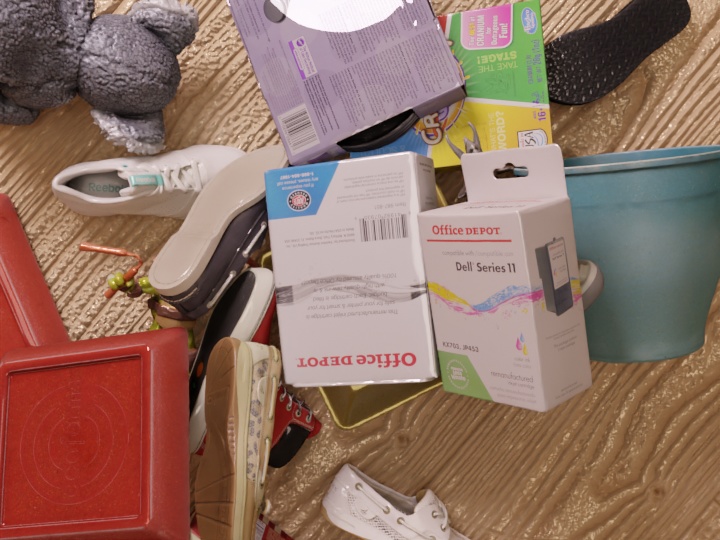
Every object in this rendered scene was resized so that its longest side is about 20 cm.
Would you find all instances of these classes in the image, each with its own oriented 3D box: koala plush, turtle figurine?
[{"bbox_3d":[-0.264,-0.204,0.773,0.200,0.184,0.178,20,91,-14],"label":"koala plush"},{"bbox_3d":[-0.196,0.045,0.818,0.200,0.064,0.162,12,99,-31],"label":"turtle figurine"}]

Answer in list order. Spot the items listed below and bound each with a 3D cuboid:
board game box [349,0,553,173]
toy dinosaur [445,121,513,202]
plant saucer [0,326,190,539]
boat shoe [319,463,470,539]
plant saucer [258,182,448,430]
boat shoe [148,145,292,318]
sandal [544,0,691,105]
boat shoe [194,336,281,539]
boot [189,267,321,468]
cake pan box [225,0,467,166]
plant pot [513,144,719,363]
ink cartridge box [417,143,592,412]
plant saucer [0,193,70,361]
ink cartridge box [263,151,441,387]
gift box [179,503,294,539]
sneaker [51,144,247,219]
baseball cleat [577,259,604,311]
[{"bbox_3d":[0.085,-0.175,0.810,0.200,0.040,0.153,-6,87,14],"label":"board game box"},{"bbox_3d":[0.114,-0.029,0.776,0.077,0.102,0.200,-4,131,-21],"label":"toy dinosaur"},{"bbox_3d":[-0.254,0.156,0.735,0.200,0.037,0.200,-8,72,14],"label":"plant saucer"},{"bbox_3d":[0.061,0.260,0.836,0.200,0.071,0.069,24,92,-1],"label":"boat shoe"},{"bbox_3d":[0.025,0.033,0.841,0.200,0.048,0.200,-26,92,-1],"label":"plant saucer"},{"bbox_3d":[-0.125,-0.040,0.785,0.073,0.063,0.200,12,55,33],"label":"boat shoe"},{"bbox_3d":[0.258,-0.228,0.848,0.200,0.048,0.075,-31,91,-14],"label":"sandal"},{"bbox_3d":[-0.100,0.160,0.710,0.063,0.073,0.200,12,74,-37],"label":"boat shoe"},{"bbox_3d":[-0.088,0.101,0.811,0.144,0.072,0.200,18,103,-27],"label":"boot"},{"bbox_3d":[-0.013,-0.217,0.789,0.184,0.052,0.200,-24,83,14],"label":"cake pan box"},{"bbox_3d":[0.258,-0.017,0.783,0.200,0.200,0.188,-8,99,-2],"label":"plant pot"},{"bbox_3d":[0.114,0.004,0.665,0.067,0.117,0.200,-16,101,-37],"label":"ink cartridge box"},{"bbox_3d":[-0.420,0.048,0.823,0.200,0.037,0.200,-22,92,-2],"label":"plant saucer"},{"bbox_3d":[0.000,0.000,0.754,0.145,0.084,0.200,-5,92,18],"label":"ink cartridge box"},{"bbox_3d":[-0.154,0.337,0.771,0.184,0.200,0.187,38,91,3],"label":"gift box"},{"bbox_3d":[-0.203,-0.086,0.808,0.200,0.088,0.075,-8,91,-7],"label":"sneaker"},{"bbox_3d":[0.170,0.061,0.751,0.106,0.200,0.070,37,51,-11],"label":"baseball cleat"}]
